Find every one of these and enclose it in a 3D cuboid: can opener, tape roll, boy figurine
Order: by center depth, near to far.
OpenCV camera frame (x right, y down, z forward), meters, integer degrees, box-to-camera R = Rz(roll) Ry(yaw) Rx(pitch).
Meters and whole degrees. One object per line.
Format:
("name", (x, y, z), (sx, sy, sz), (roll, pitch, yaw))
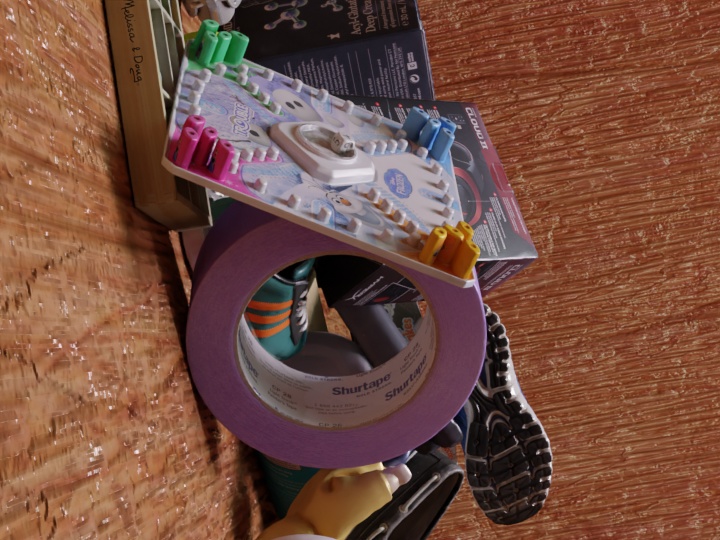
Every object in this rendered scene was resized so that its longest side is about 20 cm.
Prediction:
("tape roll", (-0.017, 0.033, 0.976), (0.066, 0.197, 0.202), (-95, 174, -62))
("boy figurine", (-0.006, 0.169, 1.072), (0.065, 0.200, 0.124), (49, -35, -8))
("can opener", (0.000, 0.000, 1.165), (0.201, 0.067, 0.053), (56, 2, 12))

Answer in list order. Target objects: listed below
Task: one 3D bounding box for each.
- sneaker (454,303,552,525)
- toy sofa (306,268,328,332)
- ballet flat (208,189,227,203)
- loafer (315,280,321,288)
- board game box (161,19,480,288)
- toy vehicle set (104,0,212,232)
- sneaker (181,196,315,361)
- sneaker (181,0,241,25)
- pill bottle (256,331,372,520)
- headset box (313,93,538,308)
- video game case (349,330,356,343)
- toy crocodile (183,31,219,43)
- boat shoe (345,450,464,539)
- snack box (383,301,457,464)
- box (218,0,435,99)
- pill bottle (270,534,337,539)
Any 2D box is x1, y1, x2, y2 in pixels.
("sneaker", (0.114, 0.121, 1.265), (0.089, 0.077, 0.203), (-93, 169, -86))
("toy sofa", (-0.065, 0.059, 1.277), (0.202, 0.096, 0.083), (79, 26, -42))
("ballet flat", (-0.093, -0.064, 1.114), (0.200, 0.071, 0.073), (72, 8, -70))
("loafer", (-0.064, -0.082, 1.278), (0.070, 0.068, 0.202), (-37, 110, -40))
("board game box", (-0.021, -0.081, 0.918), (0.201, 0.198, 0.026), (-93, -153, -60))
("toy vehicle set", (-0.133, -0.132, 0.932), (0.124, 0.026, 0.203), (49, 31, -84))
("sneaker", (-0.064, 0.009, 1.088), (0.200, 0.079, 0.072), (60, 20, -59))
("sneaker", (-0.119, -0.243, 1.157), (0.200, 0.075, 0.093), (-65, 150, -83))
("pill bottle", (-0.029, 0.156, 1.219), (0.112, 0.109, 0.202), (-96, 176, -48))
("headset box", (0.044, -0.056, 1.158), (0.198, 0.075, 0.150), (-4, 66, -43))
("video game case", (0.022, 0.122, 1.342), (0.183, 0.023, 0.202), (81, -7, -54))
("toy crocodile", (-0.091, -0.128, 1.147), (0.200, 0.061, 0.068), (44, 33, -53))
("boat shoe", (0.009, 0.228, 1.164), (0.063, 0.201, 0.071), (29, -9, 36))
("snack box", (0.041, 0.068, 1.293), (0.117, 0.037, 0.202), (79, -5, -55))
("box", (-0.035, -0.211, 1.411), (0.149, 0.197, 0.108), (-98, 175, -49))
("pill bottle", (-0.033, 0.251, 0.819), (0.201, 0.111, 0.114), (-95, 174, -60))
